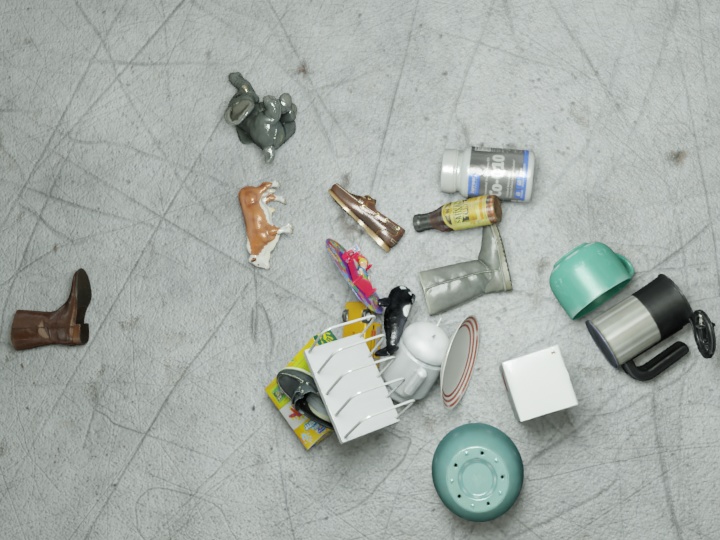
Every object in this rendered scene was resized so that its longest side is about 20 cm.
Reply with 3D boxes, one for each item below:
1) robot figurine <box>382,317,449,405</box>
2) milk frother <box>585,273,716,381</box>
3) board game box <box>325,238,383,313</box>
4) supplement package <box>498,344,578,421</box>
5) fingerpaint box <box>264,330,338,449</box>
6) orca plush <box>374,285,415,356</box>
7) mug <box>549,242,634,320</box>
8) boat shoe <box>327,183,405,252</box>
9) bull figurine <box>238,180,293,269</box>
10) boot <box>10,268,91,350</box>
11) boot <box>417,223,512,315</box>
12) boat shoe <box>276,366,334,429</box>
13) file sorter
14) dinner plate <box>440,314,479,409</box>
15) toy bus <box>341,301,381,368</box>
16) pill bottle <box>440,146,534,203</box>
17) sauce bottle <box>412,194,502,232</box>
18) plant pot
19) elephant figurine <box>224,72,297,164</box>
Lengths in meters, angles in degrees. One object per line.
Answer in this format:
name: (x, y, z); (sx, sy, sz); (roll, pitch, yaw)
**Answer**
robot figurine: (0.120, 0.191, 1.621); (0.111, 0.171, 0.202); (23, 121, -9)
milk frother: (0.588, 0.128, 1.540); (0.187, 0.200, 0.182); (-33, 82, 3)
board game box: (0.000, 0.000, 1.668); (0.039, 0.158, 0.201); (-37, 77, 13)
supplement package: (0.356, 0.231, 1.559); (0.118, 0.200, 0.123); (-18, 78, 5)
fingerpaint box: (-0.089, 0.256, 1.646); (0.168, 0.073, 0.200); (50, 122, 13)
orca plush: (0.057, 0.096, 1.641); (0.070, 0.105, 0.202); (30, 53, -10)
mug: (0.478, 0.013, 1.611); (0.152, 0.184, 0.115); (-42, 70, 24)
boat shoe: (0.014, -0.132, 1.734); (0.200, 0.070, 0.070); (43, 96, 4)
bull figurine: (-0.221, -0.108, 1.770); (0.119, 0.065, 0.204); (-17, 81, 2)
boot: (-0.746, 0.093, 1.826); (0.196, 0.064, 0.190); (-4, 79, 13)
boot: (0.223, -0.010, 1.690); (0.196, 0.072, 0.185); (-13, 78, 14)
boat shoe: (-0.108, 0.268, 1.576); (0.198, 0.066, 0.075); (34, 120, 22)
file sorter: (0.000, 0.207, 1.506); (0.137, 0.125, 0.202); (-13, 66, -29)
dinner plate: (0.202, 0.188, 1.595); (0.024, 0.200, 0.204); (13, 83, 25)
toy bus: (0.001, 0.173, 1.679); (0.064, 0.078, 0.204); (-2, 80, 36)
pill bottle: (0.278, -0.212, 1.682); (0.196, 0.114, 0.116); (5, 82, 10)
sauce bottle: (0.210, -0.118, 1.680); (0.197, 0.066, 0.067); (-11, 79, 28)
plant pot: (0.240, 0.419, 1.569); (0.196, 0.161, 0.205); (-1, 81, 8)
elephant figurine: (-0.257, -0.363, 1.796); (0.197, 0.155, 0.144); (17, 127, 21)
